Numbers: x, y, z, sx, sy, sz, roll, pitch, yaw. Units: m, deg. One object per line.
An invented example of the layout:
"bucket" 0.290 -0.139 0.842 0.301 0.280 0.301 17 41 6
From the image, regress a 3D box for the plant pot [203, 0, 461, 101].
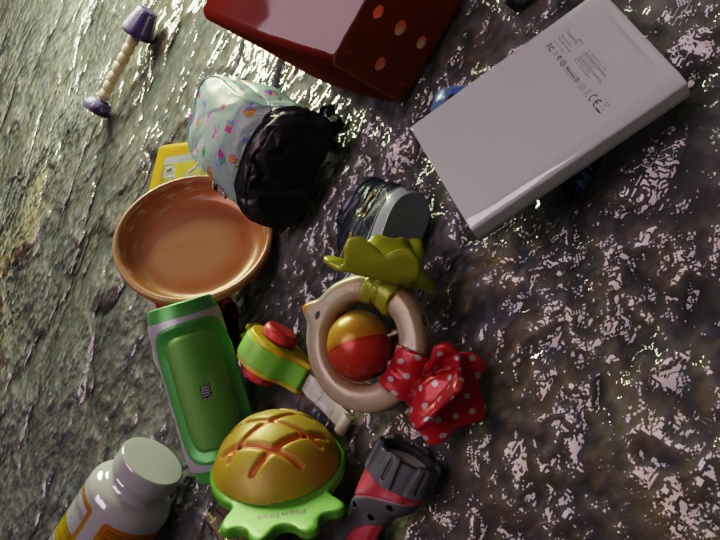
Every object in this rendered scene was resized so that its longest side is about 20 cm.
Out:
"plant pot" -0.013 -0.297 0.894 0.176 0.199 0.201 41 106 33

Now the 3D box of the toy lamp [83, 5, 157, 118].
"toy lamp" -0.415 -0.364 1.419 0.200 0.058 0.058 -54 45 16

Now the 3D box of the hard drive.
"hard drive" 0.152 -0.133 0.693 0.200 0.027 0.132 -34 54 13

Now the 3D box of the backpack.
"backpack" -0.128 -0.161 1.000 0.167 0.126 0.200 -61 40 15

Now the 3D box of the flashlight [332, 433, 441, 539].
"flashlight" 0.006 0.254 0.761 0.068 0.068 0.201 -85 18 -80

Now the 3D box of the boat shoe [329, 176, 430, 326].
"boat shoe" 0.000 0.000 0.860 0.091 0.071 0.201 31 96 55

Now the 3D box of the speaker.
"speaker" -0.176 0.132 0.922 0.088 0.088 0.201 -15 92 42

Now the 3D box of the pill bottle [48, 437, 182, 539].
"pill bottle" -0.307 0.310 1.024 0.200 0.111 0.111 -55 45 16

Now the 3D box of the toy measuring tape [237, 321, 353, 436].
"toy measuring tape" -0.084 0.111 0.897 0.200 0.073 0.074 41 105 46

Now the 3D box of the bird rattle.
"bird rattle" 0.025 0.067 0.759 0.162 0.112 0.201 -24 84 31

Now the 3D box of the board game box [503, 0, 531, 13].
"board game box" 0.209 -0.364 0.797 0.200 0.028 0.136 -32 54 34

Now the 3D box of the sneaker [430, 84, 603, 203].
"sneaker" 0.132 -0.118 0.758 0.199 0.070 0.078 22 84 46

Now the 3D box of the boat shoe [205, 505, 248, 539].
"boat shoe" -0.114 0.289 0.823 0.059 0.072 0.200 -32 23 -9

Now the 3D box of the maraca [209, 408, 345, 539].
"maraca" -0.079 0.203 0.799 0.200 0.136 0.108 -117 16 -71

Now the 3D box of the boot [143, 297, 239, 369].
"boot" -0.217 0.022 1.056 0.144 0.072 0.201 -24 74 37

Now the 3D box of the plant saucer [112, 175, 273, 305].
"plant saucer" -0.207 -0.034 1.028 0.199 0.038 0.201 -1 55 2

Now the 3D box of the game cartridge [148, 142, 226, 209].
"game cartridge" -0.243 -0.101 1.165 0.199 0.032 0.177 1 76 47
